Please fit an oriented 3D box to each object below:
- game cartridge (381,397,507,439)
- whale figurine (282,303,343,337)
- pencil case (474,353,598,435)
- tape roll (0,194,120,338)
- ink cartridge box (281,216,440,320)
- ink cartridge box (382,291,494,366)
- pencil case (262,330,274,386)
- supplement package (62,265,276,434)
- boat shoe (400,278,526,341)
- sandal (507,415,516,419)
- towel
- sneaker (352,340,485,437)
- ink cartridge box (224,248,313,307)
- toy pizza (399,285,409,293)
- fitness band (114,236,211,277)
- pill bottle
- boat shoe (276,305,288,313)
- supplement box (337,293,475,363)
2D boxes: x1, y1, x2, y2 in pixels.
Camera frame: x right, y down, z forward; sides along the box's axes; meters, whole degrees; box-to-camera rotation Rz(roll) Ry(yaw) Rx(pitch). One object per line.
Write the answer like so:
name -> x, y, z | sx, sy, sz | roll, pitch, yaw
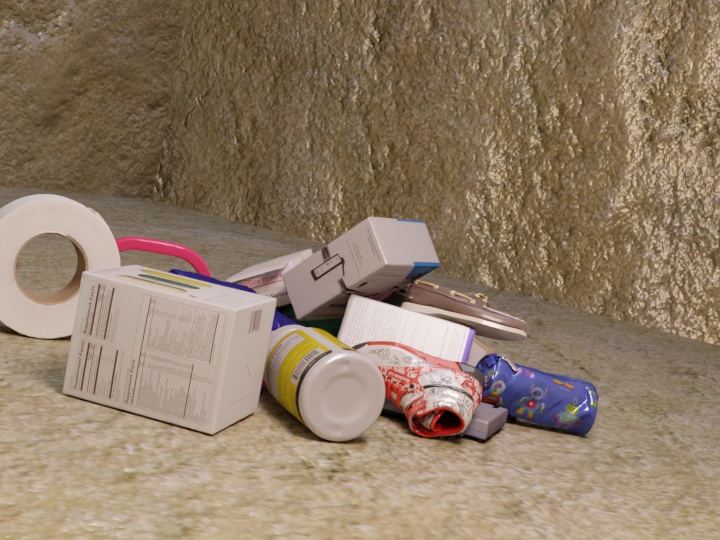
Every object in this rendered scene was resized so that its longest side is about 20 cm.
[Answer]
game cartridge -> 0.100, 0.195, 1.630 | 0.199, 0.039, 0.130 | 14, 10, 19
whale figurine -> -0.046, 0.096, 1.922 | 0.158, 0.105, 0.199 | 17, 6, 43
pencil case -> 0.260, 0.181, 1.707 | 0.199, 0.087, 0.078 | 18, 30, -14
tape roll -> -0.449, -0.008, 1.648 | 0.201, 0.204, 0.071 | 9, 6, -25
ink cartridge box -> 0.000, 0.000, 1.780 | 0.199, 0.085, 0.145 | -33, -20, 34
ink cartridge box -> 0.105, 0.107, 1.955 | 0.200, 0.075, 0.164 | 36, -10, -39
pencil case -> -0.119, 0.129, 1.603 | 0.199, 0.089, 0.088 | 6, 8, -25
supplement package -> -0.229, 0.090, 1.398 | 0.198, 0.152, 0.152 | 13, 7, 13
boat shoe -> 0.160, 0.059, 1.735 | 0.199, 0.060, 0.072 | 12, -20, 21
sandal -> 0.169, 0.184, 1.807 | 0.199, 0.043, 0.076 | 17, 8, 39
towel -> -0.190, 0.061, 1.702 | 0.147, 0.050, 0.200 | 35, 8, 32
sneaker -> 0.062, 0.161, 1.545 | 0.200, 0.068, 0.108 | 12, 38, 13
ink cartridge box -> -0.146, 0.022, 1.901 | 0.116, 0.068, 0.200 | -15, 6, 13
toy pizza -> 0.042, 0.013, 1.967 | 0.199, 0.032, 0.200 | 28, -8, 4
fitness band -> -0.340, 0.021, 1.860 | 0.198, 0.145, 0.037 | 10, 5, -16
pill bottle -> -0.057, 0.137, 1.476 | 0.113, 0.115, 0.200 | 9, 7, -24
boat shoe -> -0.155, 0.080, 2.017 | 0.068, 0.073, 0.200 | 16, 7, 29
supplement box -> 0.066, 0.121, 1.744 | 0.198, 0.104, 0.101 | 15, -17, 5
